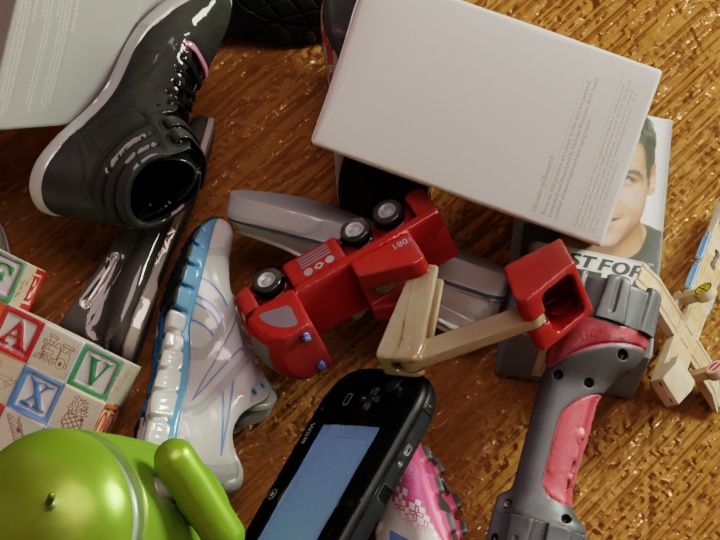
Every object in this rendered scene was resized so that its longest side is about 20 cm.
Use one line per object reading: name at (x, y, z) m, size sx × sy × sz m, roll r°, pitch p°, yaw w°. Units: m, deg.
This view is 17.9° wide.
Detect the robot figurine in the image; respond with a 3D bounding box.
robot figurine at (-0.152, 0.155, 1.353) m, size 0.175 × 0.200 × 0.117 m, roll -27°, pitch 67°, yaw 23°

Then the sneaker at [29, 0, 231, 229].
sneaker at (-0.124, -0.103, 1.521) m, size 0.099 × 0.071 × 0.201 m, roll 22°, pitch 66°, yaw 35°

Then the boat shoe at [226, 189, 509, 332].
boat shoe at (0.000, 0.000, 1.546) m, size 0.198 × 0.072 × 0.066 m, roll 17°, pitch 99°, yaw -10°

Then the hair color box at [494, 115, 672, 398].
hair color box at (0.156, -0.019, 1.587) m, size 0.098 × 0.061 × 0.201 m, roll 11°, pitch 56°, yaw -1°

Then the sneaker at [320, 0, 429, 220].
sneaker at (0.011, -0.106, 1.618) m, size 0.067 × 0.108 × 0.203 m, roll -8°, pitch 93°, yaw 2°

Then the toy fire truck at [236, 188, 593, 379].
toy fire truck at (0.030, 0.022, 1.443) m, size 0.199 × 0.049 × 0.141 m, roll -30°, pitch 44°, yaw -2°

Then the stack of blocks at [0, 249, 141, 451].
stack of blocks at (-0.244, 0.044, 1.465) m, size 0.199 × 0.059 × 0.116 m, roll 25°, pitch 87°, yaw 8°

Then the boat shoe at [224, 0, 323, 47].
boat shoe at (-0.086, -0.212, 1.671) m, size 0.198 × 0.076 × 0.074 m, roll -2°, pitch 54°, yaw -10°

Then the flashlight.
flashlight at (0.139, 0.104, 1.465) m, size 0.068 × 0.068 × 0.202 m, roll 20°, pitch 79°, yaw -30°

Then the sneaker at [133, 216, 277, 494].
sneaker at (-0.095, 0.060, 1.505) m, size 0.086 × 0.075 × 0.202 m, roll 14°, pitch 62°, yaw -10°

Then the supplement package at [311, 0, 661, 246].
supplement package at (0.083, -0.105, 1.497) m, size 0.198 × 0.121 × 0.121 m, roll 19°, pitch 94°, yaw 3°

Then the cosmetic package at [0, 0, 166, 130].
cosmetic package at (-0.204, -0.158, 1.538) m, size 0.090 × 0.108 × 0.200 m, roll 23°, pitch 15°, yaw 25°

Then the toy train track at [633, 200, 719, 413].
toy train track at (0.240, 0.017, 1.562) m, size 0.115 × 0.032 × 0.201 m, roll 55°, pitch 38°, yaw -23°

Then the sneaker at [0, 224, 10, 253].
sneaker at (-0.288, -0.070, 1.540) m, size 0.075 × 0.092 × 0.201 m, roll -16°, pitch 61°, yaw -16°

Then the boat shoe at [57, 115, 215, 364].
boat shoe at (-0.149, -0.029, 1.548) m, size 0.057 × 0.067 × 0.201 m, roll 18°, pitch 60°, yaw -1°

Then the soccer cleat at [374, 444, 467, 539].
soccer cleat at (0.029, 0.185, 1.435) m, size 0.086 × 0.070 × 0.201 m, roll -24°, pitch 51°, yaw 7°

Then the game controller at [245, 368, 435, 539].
game controller at (-0.026, 0.147, 1.426) m, size 0.104 × 0.042 × 0.201 m, roll 6°, pitch 57°, yaw 47°
